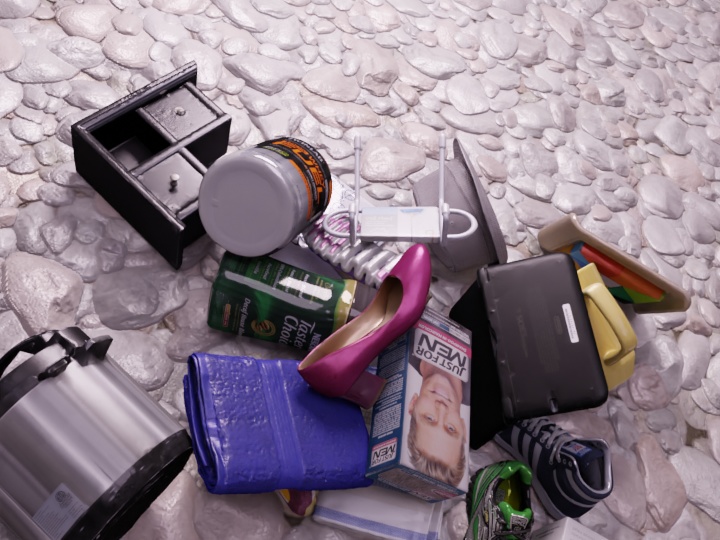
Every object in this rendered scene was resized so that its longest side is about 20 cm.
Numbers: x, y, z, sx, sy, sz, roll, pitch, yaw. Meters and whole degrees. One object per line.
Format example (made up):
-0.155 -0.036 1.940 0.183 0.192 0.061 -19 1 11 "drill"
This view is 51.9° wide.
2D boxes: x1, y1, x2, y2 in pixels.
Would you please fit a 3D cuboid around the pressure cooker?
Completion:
-0.283 0.161 0.709 0.200 0.179 0.176 41 57 6 "pressure cooker"

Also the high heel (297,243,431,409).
0.010 0.046 0.805 0.096 0.067 0.201 31 71 -29 "high heel"

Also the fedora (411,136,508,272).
0.131 -0.077 1.046 0.090 0.177 0.201 -22 79 0 "fedora"

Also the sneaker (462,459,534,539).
0.152 0.308 0.839 0.078 0.085 0.201 18 56 -9 "sneaker"

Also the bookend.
-0.229 -0.141 0.962 0.200 0.092 0.199 43 58 11 "bookend"

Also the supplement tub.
-0.106 -0.096 0.903 0.122 0.123 0.200 33 21 1 "supplement tub"

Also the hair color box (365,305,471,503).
0.070 0.143 0.825 0.100 0.060 0.201 29 50 -27 "hair color box"

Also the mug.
0.283 0.093 0.979 0.153 0.149 0.186 60 17 10 "mug"

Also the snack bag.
-0.074 -0.062 1.023 0.188 0.021 0.200 39 54 5 "snack bag"

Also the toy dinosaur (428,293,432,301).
0.071 0.129 0.950 0.101 0.058 0.200 20 69 5 "toy dinosaur"

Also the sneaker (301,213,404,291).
0.000 0.000 0.961 0.200 0.089 0.080 35 55 28 "sneaker"

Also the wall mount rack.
0.050 -0.101 0.950 0.199 0.075 0.174 1 40 3 "wall mount rack"

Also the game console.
0.198 0.101 0.920 0.175 0.116 0.201 -12 59 11 "game console"

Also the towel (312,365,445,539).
0.037 0.214 0.863 0.146 0.024 0.201 13 61 5 "towel"

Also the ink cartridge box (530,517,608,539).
0.246 0.403 0.815 0.146 0.083 0.200 29 53 -2 "ink cartridge box"

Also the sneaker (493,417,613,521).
0.230 0.207 0.915 0.070 0.109 0.200 -24 70 -31 "sneaker"

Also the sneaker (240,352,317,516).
-0.120 0.189 0.820 0.090 0.075 0.200 -14 56 -30 "sneaker"

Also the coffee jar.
-0.078 0.046 0.890 0.199 0.104 0.085 16 40 -2 "coffee jar"

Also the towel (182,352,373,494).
-0.083 0.162 0.768 0.200 0.050 0.148 10 49 -37 "towel"

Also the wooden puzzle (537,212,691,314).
0.352 0.000 1.062 0.200 0.185 0.037 36 86 2 "wooden puzzle"
